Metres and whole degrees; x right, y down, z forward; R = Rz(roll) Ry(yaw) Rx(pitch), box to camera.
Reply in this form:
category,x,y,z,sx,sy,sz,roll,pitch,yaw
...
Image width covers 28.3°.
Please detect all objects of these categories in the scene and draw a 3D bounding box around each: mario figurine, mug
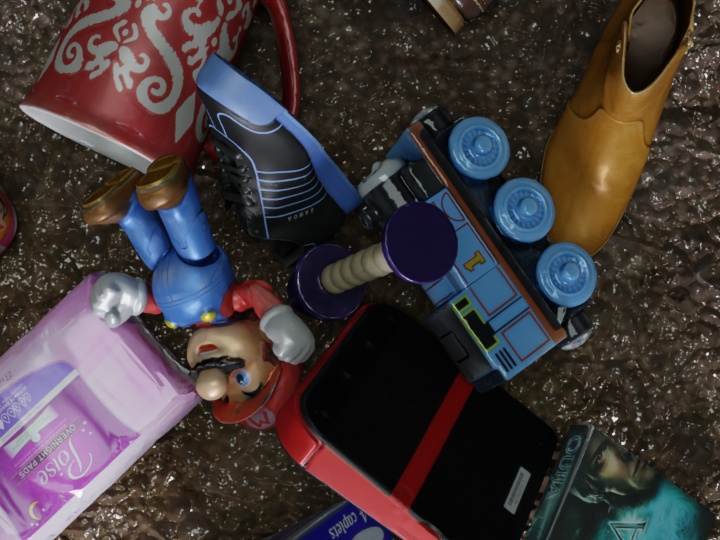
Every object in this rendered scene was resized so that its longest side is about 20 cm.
category,x,y,z,sx,sy,sz,roll,pitch,yaw
mario figurine,-0.109,0.030,0.954,0.106,0.123,0.201,-37,112,-15
mug,-0.127,-0.170,1.027,0.133,0.177,0.201,19,84,42

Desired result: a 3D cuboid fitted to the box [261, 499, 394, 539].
category,x,y,z,sx,sy,sz,roll,pitch,yaw
box,-0.036,0.283,0.962,0.183,0.105,0.201,-32,87,38

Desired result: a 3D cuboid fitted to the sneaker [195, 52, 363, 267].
category,x,y,z,sx,sy,sz,roll,pitch,yaw
sneaker,-0.066,-0.067,0.975,0.078,0.200,0.070,-48,54,-3

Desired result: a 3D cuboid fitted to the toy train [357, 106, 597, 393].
category,x,y,z,sx,sy,sz,roll,pitch,yaw
toy train,0.079,-0.017,1.003,0.114,0.087,0.201,-34,88,-19

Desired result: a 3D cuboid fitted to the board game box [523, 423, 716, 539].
category,x,y,z,sx,sy,sz,roll,pitch,yaw
board game box,0.159,0.225,0.975,0.135,0.028,0.201,35,69,-25

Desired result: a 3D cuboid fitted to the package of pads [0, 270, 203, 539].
category,x,y,z,sx,sy,sz,roll,pitch,yaw
package of pads,-0.219,0.109,1.029,0.200,0.076,0.121,-43,86,1

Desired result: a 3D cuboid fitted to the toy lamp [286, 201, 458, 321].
category,x,y,z,sx,sy,sz,roll,pitch,yaw
toy lamp,0.000,0.000,0.964,0.058,0.200,0.059,3,81,-22

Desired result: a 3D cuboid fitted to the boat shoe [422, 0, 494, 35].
category,x,y,z,sx,sy,sz,roll,pitch,yaw
boat shoe,0.028,-0.266,1.033,0.070,0.070,0.200,-42,96,8

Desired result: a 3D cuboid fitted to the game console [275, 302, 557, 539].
category,x,y,z,sx,sy,sz,roll,pitch,yaw
game console,0.043,0.112,0.966,0.176,0.200,0.031,39,120,0

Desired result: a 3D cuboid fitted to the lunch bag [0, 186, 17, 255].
category,x,y,z,sx,sy,sz,roll,pitch,yaw
lunch bag,-0.371,-0.042,1.041,0.200,0.082,0.177,-39,83,-1

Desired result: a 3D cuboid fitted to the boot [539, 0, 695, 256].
category,x,y,z,sx,sy,sz,roll,pitch,yaw
boot,0.174,-0.106,0.984,0.070,0.144,0.203,19,89,3
